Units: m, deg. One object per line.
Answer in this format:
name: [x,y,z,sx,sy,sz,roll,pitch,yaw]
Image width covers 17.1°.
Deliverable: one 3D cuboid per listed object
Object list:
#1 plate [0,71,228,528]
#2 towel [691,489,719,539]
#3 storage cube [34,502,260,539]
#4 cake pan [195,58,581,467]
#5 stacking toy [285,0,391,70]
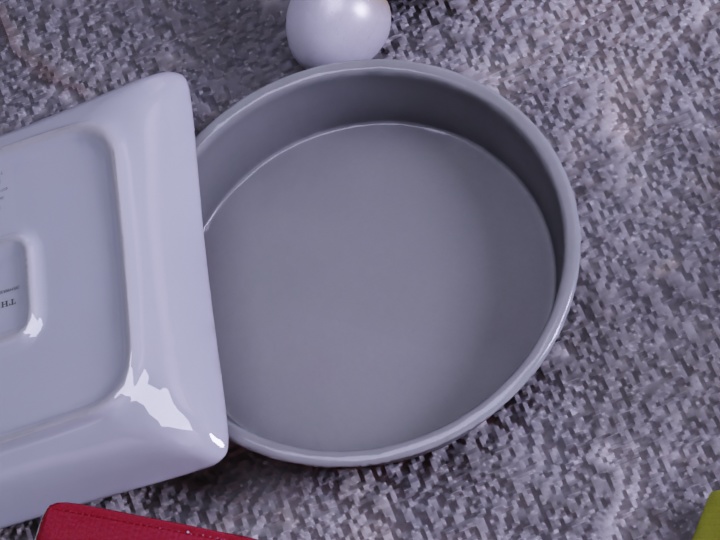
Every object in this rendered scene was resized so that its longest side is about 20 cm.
plate: [-0.161,0.017,1.066,0.199,0.032,0.201,-18,60,18]
towel: [0.139,0.177,0.932,0.086,0.018,0.201,-7,54,51]
storage cube: [-0.039,0.210,0.889,0.179,0.171,0.201,10,66,16]
cake pan: [0.000,0.000,1.063,0.199,0.037,0.201,-5,63,9]
stacking toy: [0.026,-0.180,1.114,0.146,0.146,0.200,34,89,24]
